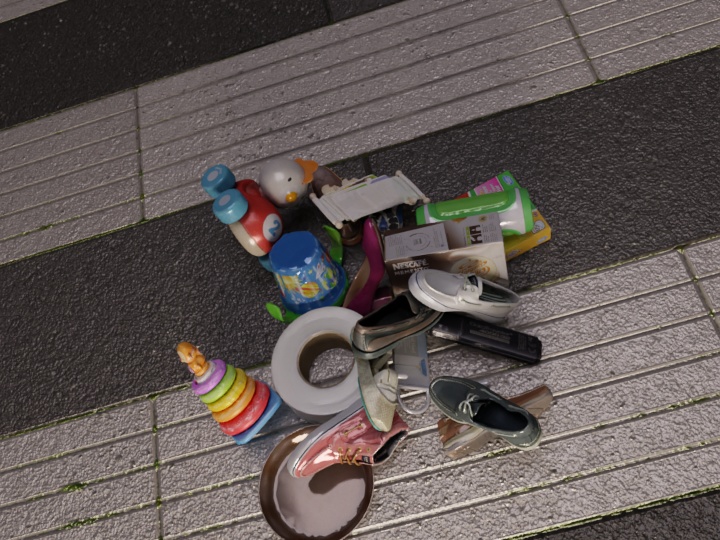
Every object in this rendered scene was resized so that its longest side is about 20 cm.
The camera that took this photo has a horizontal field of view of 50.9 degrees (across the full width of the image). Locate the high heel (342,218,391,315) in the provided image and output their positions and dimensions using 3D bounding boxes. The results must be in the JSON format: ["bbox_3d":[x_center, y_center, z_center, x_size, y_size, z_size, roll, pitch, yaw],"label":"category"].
[{"bbox_3d":[0.000,0.000,1.337,0.095,0.201,0.068,-8,32,3],"label":"high heel"}]

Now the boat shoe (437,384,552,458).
[{"bbox_3d":[0.214,0.229,1.228,0.199,0.076,0.072,-25,57,-2],"label":"boat shoe"}]

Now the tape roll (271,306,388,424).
[{"bbox_3d":[-0.052,0.168,1.329,0.201,0.071,0.204,-6,60,11],"label":"tape roll"}]

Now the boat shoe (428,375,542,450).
[{"bbox_3d":[0.187,0.209,1.173,0.199,0.062,0.073,25,74,34],"label":"boat shoe"}]

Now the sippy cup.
[{"bbox_3d":[-0.102,0.002,1.386,0.139,0.131,0.179,-12,51,12],"label":"sippy cup"}]

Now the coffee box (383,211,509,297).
[{"bbox_3d":[0.147,-0.021,1.299,0.199,0.115,0.080,-9,45,9],"label":"coffee box"}]

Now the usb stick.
[{"bbox_3d":[0.208,0.111,1.278,0.199,0.033,0.056,16,48,-2],"label":"usb stick"}]

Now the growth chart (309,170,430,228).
[{"bbox_3d":[0.013,-0.139,1.421,0.199,0.018,0.145,-17,40,-11],"label":"growth chart"}]

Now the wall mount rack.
[{"bbox_3d":[0.124,0.143,1.302,0.173,0.075,0.201,8,60,-19],"label":"wall mount rack"}]

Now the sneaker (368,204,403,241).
[{"bbox_3d":[0.045,-0.092,1.442,0.078,0.090,0.201,-1,42,8],"label":"sneaker"}]

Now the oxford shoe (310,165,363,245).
[{"bbox_3d":[-0.051,-0.145,1.497,0.071,0.073,0.201,-29,59,-2],"label":"oxford shoe"}]

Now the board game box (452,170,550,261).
[{"bbox_3d":[0.228,-0.078,1.408,0.199,0.040,0.153,-29,59,-2],"label":"board game box"}]

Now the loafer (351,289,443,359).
[{"bbox_3d":[0.068,0.070,1.223,0.199,0.063,0.072,-32,45,-31],"label":"loafer"}]

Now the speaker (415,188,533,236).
[{"bbox_3d":[0.202,-0.092,1.349,0.199,0.089,0.089,-10,60,10],"label":"speaker"}]

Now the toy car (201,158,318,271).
[{"bbox_3d":[-0.160,-0.140,1.428,0.200,0.184,0.177,-36,43,3],"label":"toy car"}]

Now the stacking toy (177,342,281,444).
[{"bbox_3d":[-0.240,0.192,1.282,0.110,0.200,0.116,-47,28,-11],"label":"stacking toy"}]

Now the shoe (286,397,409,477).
[{"bbox_3d":[-0.018,0.285,1.220,0.200,0.072,0.091,-36,54,-12],"label":"shoe"}]

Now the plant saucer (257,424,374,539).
[{"bbox_3d":[-0.072,0.357,1.255,0.199,0.032,0.201,-6,61,10],"label":"plant saucer"}]

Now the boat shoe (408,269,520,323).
[{"bbox_3d":[0.174,0.029,1.245,0.067,0.199,0.074,-44,42,42],"label":"boat shoe"}]

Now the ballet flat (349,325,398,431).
[{"bbox_3d":[0.027,0.159,1.220,0.062,0.067,0.201,-36,49,24],"label":"ballet flat"}]
